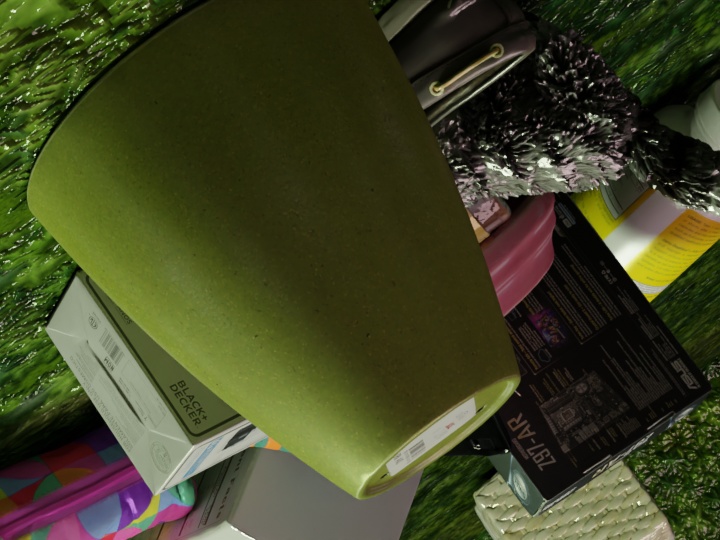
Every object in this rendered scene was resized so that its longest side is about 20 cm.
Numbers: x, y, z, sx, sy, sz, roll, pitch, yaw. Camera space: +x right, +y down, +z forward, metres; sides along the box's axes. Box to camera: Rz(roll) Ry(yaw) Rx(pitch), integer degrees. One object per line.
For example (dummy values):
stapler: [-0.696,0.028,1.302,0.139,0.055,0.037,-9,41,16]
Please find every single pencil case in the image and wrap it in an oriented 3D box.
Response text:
pencil case: [-0.192,0.151,1.317,0.199,0.089,0.088,-26,163,-45]

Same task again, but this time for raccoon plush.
raccoon plush: [0.097,-0.051,1.154,0.134,0.199,0.097,-54,153,-16]

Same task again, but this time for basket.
basket: [0.275,0.316,2.752,0.199,0.199,0.161,-36,165,-4]

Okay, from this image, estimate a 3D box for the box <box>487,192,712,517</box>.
box: [0.132,0.053,1.544,0.160,0.201,0.044,-32,166,-21]

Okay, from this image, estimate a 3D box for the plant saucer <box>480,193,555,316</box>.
plant saucer: [0.056,0.017,1.422,0.200,0.051,0.201,-38,-173,5]

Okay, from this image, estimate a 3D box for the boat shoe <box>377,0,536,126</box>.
boat shoe: [0.006,-0.075,1.103,0.201,0.061,0.072,-44,165,26]

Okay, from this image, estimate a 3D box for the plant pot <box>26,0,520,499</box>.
plant pot: [-0.022,-0.002,0.979,0.186,0.201,0.187,-34,167,-9]

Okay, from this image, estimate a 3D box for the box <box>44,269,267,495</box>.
box: [-0.057,0.027,1.170,0.199,0.117,0.060,-27,164,-38]

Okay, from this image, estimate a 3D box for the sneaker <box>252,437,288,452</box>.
sneaker: [-0.074,0.073,1.292,0.080,0.072,0.199,-25,142,33]

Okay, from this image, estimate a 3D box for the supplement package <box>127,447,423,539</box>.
supplement package: [-0.064,0.164,1.428,0.200,0.116,0.118,-29,-147,56]

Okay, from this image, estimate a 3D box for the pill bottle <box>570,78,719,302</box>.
pill bottle: [0.233,-0.055,1.638,0.104,0.105,0.200,-19,158,-51]

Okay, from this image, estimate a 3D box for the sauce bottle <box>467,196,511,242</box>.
sauce bottle: [0.000,0.000,1.337,0.199,0.065,0.065,-37,167,8]

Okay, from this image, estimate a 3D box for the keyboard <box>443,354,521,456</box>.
keyboard: [0.050,0.049,1.328,0.103,0.040,0.200,0,144,22]
